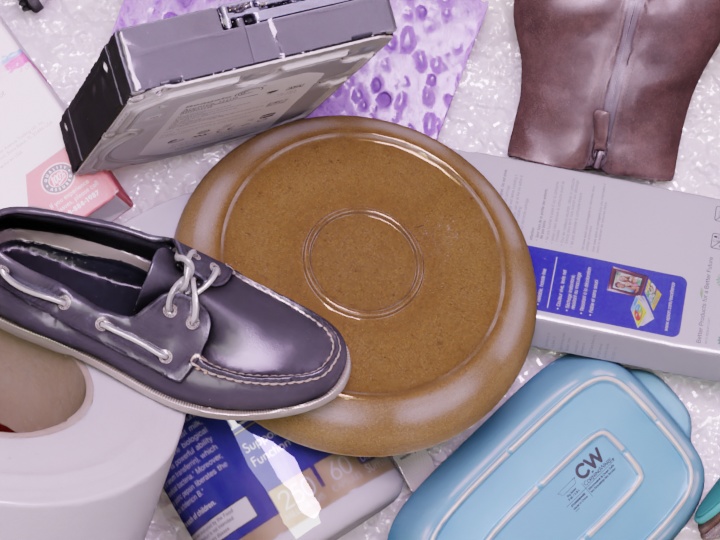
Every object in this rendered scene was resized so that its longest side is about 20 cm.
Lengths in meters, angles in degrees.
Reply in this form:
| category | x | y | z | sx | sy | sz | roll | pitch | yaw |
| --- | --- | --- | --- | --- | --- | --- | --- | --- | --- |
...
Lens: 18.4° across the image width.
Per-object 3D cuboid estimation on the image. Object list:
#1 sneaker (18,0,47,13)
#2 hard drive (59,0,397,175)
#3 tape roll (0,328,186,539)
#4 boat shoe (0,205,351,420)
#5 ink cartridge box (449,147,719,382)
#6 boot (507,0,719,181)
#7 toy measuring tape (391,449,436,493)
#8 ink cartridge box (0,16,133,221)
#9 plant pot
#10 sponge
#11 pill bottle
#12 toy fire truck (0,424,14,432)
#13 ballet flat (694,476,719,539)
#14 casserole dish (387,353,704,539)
| category | x | y | z | sx | sy | sz | roll | pitch | yaw |
| --- | --- | --- | --- | --- | --- | --- | --- | --- | --- |
| sneaker | -0.218 | -0.250 | 1.283 | 0.090 | 0.066 | 0.200 | -40 | 87 | -5 |
| hard drive | -0.073 | -0.097 | 1.145 | 0.139 | 0.200 | 0.038 | -15 | 85 | -18 |
| tape roll | -0.190 | 0.076 | 1.105 | 0.202 | 0.203 | 0.071 | 23 | 120 | 5 |
| boat shoe | -0.100 | 0.018 | 1.097 | 0.199 | 0.063 | 0.073 | 17 | 60 | 2 |
| ink cartridge box | 0.123 | -0.004 | 1.235 | 0.199 | 0.039 | 0.100 | 13 | 62 | 3 |
| boot | 0.184 | -0.134 | 1.259 | 0.199 | 0.072 | 0.167 | 4 | 96 | 2 |
| toy measuring tape | 0.016 | 0.034 | 1.233 | 0.073 | 0.074 | 0.201 | -27 | 83 | 0 |
| ink cartridge box | -0.234 | -0.088 | 1.262 | 0.116 | 0.068 | 0.200 | -35 | 85 | -1 |
| plant pot | 0.000 | 0.000 | 1.174 | 0.199 | 0.028 | 0.201 | 5 | 62 | -10 |
| sponge | -0.038 | -0.133 | 1.277 | 0.199 | 0.030 | 0.112 | 19 | 86 | 4 |
| pill bottle | -0.073 | 0.065 | 1.213 | 0.115 | 0.116 | 0.200 | -32 | 83 | -1 |
| toy fire truck | -0.186 | 0.113 | 1.200 | 0.049 | 0.141 | 0.200 | -42 | 84 | -2 |
| ballet flat | 0.267 | 0.083 | 1.222 | 0.067 | 0.068 | 0.200 | 39 | 88 | -1 |
| casserole dish | 0.107 | 0.132 | 1.218 | 0.200 | 0.039 | 0.121 | -42 | 92 | -12 |
